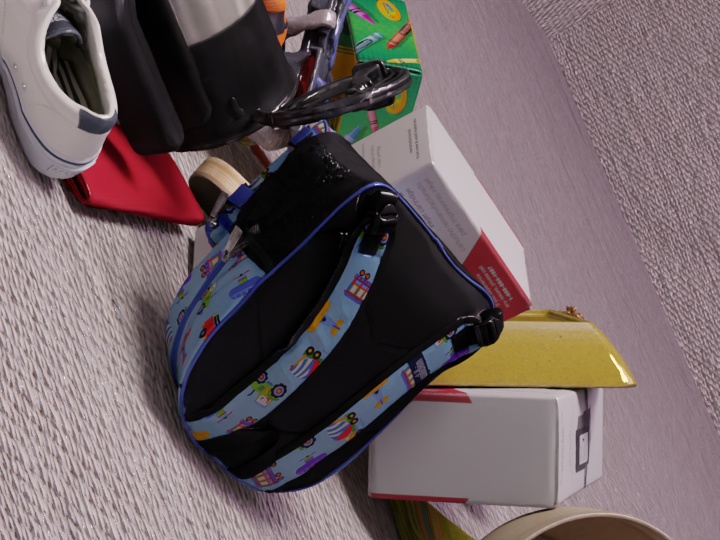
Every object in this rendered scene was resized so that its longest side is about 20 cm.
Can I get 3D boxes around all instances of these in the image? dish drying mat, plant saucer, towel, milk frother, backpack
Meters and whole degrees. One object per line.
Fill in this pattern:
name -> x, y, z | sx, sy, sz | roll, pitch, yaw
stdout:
dish drying mat -> -0.162, -0.068, 1.531 | 0.077, 0.018, 0.200 | 63, 14, 11
plant saucer -> 0.098, 0.057, 1.774 | 0.200, 0.198, 0.049 | -159, -109, -81
towel -> 0.084, 0.231, 1.813 | 0.200, 0.018, 0.086 | 42, 22, -44
milk frother -> -0.084, -0.183, 1.519 | 0.181, 0.198, 0.189 | -94, 166, -56
backpack -> -0.037, 0.033, 1.451 | 0.183, 0.200, 0.135 | 45, 1, -43

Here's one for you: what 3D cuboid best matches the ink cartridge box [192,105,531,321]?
ink cartridge box -> 0.000, 0.000, 1.608 | 0.147, 0.199, 0.083 | 53, 18, -28

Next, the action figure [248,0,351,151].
action figure -> -0.073, -0.181, 1.760 | 0.194, 0.104, 0.201 | 61, 41, -58

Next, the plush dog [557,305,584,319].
plush dog -> 0.089, 0.071, 1.977 | 0.171, 0.161, 0.201 | 21, 36, -34

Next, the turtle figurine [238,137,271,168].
turtle figurine -> -0.107, -0.173, 1.850 | 0.161, 0.064, 0.202 | 6, 68, -66

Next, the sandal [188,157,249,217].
sandal -> -0.040, -0.015, 1.711 | 0.077, 0.070, 0.212 | 1, -46, 56

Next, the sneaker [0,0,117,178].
sneaker -> -0.198, -0.159, 1.420 | 0.073, 0.071, 0.201 | -10, 69, -47

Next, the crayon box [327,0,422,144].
crayon box -> -0.007, -0.111, 1.860 | 0.058, 0.201, 0.119 | 8, 33, -13

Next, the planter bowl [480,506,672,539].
planter bowl -> 0.138, 0.263, 1.668 | 0.201, 0.200, 0.135 | 57, -14, -17

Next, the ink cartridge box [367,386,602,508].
ink cartridge box -> 0.100, 0.127, 1.736 | 0.200, 0.144, 0.084 | -3, 94, -75
